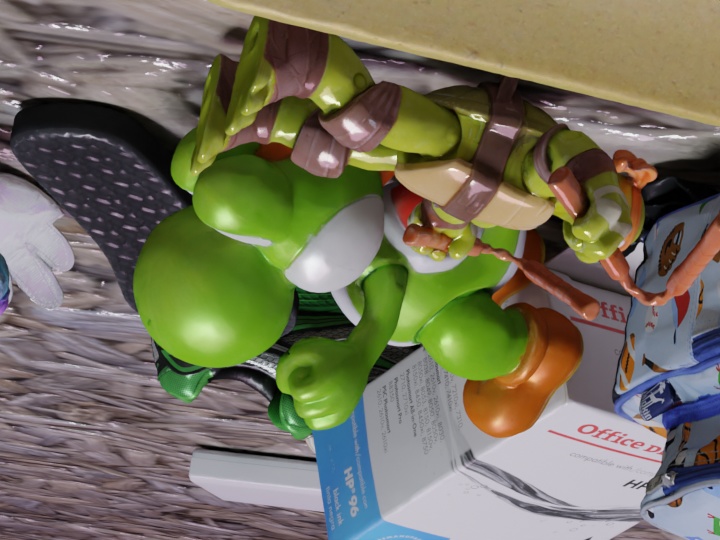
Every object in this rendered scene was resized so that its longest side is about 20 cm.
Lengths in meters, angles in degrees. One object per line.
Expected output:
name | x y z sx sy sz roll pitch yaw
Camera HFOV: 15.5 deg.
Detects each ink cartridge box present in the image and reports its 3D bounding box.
ink cartridge box | 0.086 0.063 1.131 0.115 0.068 0.200 15 143 -36

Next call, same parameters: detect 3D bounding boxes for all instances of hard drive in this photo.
hard drive | -0.019 0.166 2.008 0.199 0.027 0.132 5 169 10

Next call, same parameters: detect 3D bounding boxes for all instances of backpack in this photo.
backpack | 0.187 0.032 0.908 0.199 0.155 0.191 13 158 -10

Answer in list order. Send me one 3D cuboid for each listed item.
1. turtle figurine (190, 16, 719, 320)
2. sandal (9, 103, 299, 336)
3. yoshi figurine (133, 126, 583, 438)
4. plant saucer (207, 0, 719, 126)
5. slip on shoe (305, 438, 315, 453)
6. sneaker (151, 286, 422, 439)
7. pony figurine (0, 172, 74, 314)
turtle figurine | 0.034 -0.038 0.855 0.160 0.065 0.200 19 175 -15
sandal | -0.076 -0.025 1.078 0.075 0.045 0.200 -2 151 21
yoshi figurine | -0.012 0.006 1.006 0.112 0.113 0.199 7 168 43
plant saucer | 0.081 -0.086 0.619 0.199 0.049 0.200 12 168 -18
slip on shoe | 0.060 0.075 1.432 0.199 0.075 0.061 5 -155 -17
sneaker | -0.002 0.040 1.217 0.199 0.086 0.078 9 169 -10
pony figurine | -0.220 0.006 1.101 0.199 0.167 0.193 21 164 15
